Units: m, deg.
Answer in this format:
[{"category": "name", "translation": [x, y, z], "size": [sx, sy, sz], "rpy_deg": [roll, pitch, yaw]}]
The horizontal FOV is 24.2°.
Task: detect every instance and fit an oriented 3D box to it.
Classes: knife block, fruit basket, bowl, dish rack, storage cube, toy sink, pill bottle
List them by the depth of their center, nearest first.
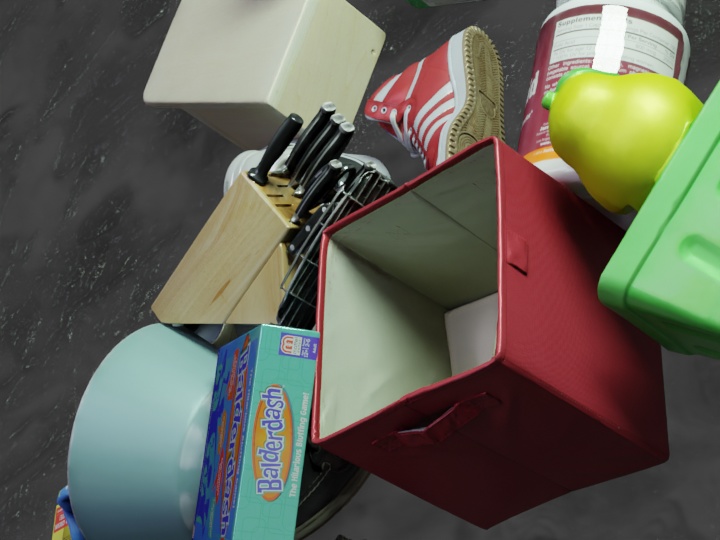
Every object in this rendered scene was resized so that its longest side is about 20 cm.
[{"category": "fruit basket", "translation": [0.218, -0.057, 1.088], "size": [0.215, 0.155, 0.217], "rpy_deg": [-14, 63, 31]}, {"category": "storage cube", "translation": [0.090, 0.047, 1.153], "size": [0.171, 0.179, 0.201], "rpy_deg": [-28, 45, 36]}, {"category": "pill bottle", "translation": [0.179, -0.128, 1.226], "size": [0.114, 0.114, 0.201], "rpy_deg": [-13, 55, 45]}, {"category": "dish rack", "translation": [0.000, 0.000, 1.293], "size": [0.054, 0.200, 0.154], "rpy_deg": [30, 89, 31]}, {"category": "knife block", "translation": [-0.079, -0.044, 1.353], "size": [0.199, 0.064, 0.177], "rpy_deg": [-1, 90, 38]}, {"category": "bowl", "translation": [-0.134, 0.149, 1.370], "size": [0.104, 0.201, 0.202], "rpy_deg": [8, 70, 32]}, {"category": "toy sink", "translation": [-0.092, -0.191, 1.607], "size": [0.199, 0.112, 0.131], "rpy_deg": [5, 69, 47]}]

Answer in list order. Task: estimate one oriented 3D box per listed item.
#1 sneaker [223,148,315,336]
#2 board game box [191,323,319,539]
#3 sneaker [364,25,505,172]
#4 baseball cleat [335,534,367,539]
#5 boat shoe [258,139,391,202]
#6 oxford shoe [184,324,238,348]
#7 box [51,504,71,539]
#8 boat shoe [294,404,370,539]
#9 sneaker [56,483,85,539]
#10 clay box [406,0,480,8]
[{"category": "sneaker", "translation": [-0.065, -0.007, 1.415], "size": [0.099, 0.075, 0.201], "rpy_deg": [-11, 88, 52]}, {"category": "board game box", "translation": [-0.078, 0.125, 1.204], "size": [0.200, 0.045, 0.153], "rpy_deg": [150, 128, -74]}, {"category": "sneaker", "translation": [0.059, -0.105, 1.394], "size": [0.112, 0.071, 0.201], "rpy_deg": [-26, 39, 33]}, {"category": "baseball cleat", "translation": [-0.023, 0.248, 1.256], "size": [0.200, 0.069, 0.107], "rpy_deg": [-10, 63, 59]}, {"category": "boat shoe", "translation": [-0.059, -0.075, 1.505], "size": [0.199, 0.068, 0.074], "rpy_deg": [17, 109, 50]}, {"category": "oxford shoe", "translation": [-0.164, 0.099, 1.468], "size": [0.070, 0.074, 0.201], "rpy_deg": [13, 56, 24]}, {"category": "box", "translation": [-0.244, 0.296, 1.494], "size": [0.075, 0.050, 0.201], "rpy_deg": [-28, 46, 37]}, {"category": "boat shoe", "translation": [-0.014, 0.124, 1.283], "size": [0.200, 0.065, 0.072], "rpy_deg": [-45, 20, -9]}, {"category": "sneaker", "translation": [-0.208, 0.180, 1.485], "size": [0.076, 0.105, 0.201], "rpy_deg": [-28, 46, 36]}, {"category": "clay box", "translation": [0.107, -0.339, 1.523], "size": [0.115, 0.047, 0.201], "rpy_deg": [4, 68, 52]}]
